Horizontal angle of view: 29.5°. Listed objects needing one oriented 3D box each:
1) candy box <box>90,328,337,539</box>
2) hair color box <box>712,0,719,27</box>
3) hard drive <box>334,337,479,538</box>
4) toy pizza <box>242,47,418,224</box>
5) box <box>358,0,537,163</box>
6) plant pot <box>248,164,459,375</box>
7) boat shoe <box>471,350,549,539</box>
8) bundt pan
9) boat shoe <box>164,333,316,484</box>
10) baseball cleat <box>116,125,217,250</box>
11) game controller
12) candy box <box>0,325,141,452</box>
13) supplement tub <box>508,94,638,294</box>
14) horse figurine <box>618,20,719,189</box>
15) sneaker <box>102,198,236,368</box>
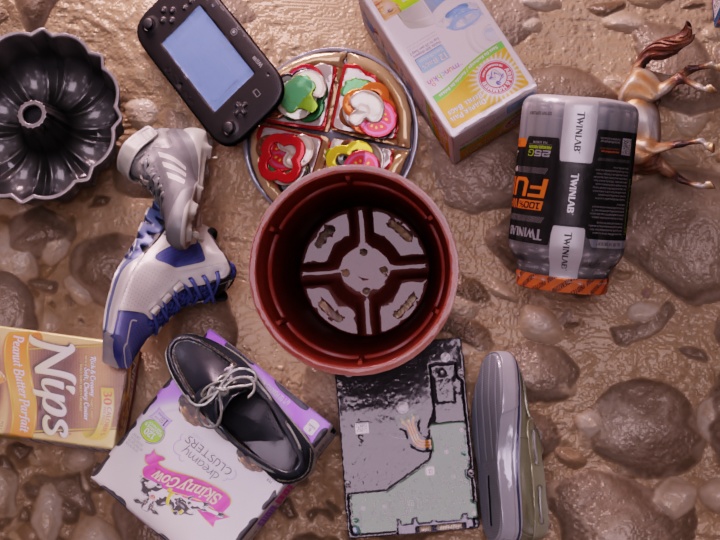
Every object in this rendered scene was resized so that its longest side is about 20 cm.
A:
[{"bbox_3d":[-0.151,0.193,1.431,0.168,0.072,0.200,37,82,11],"label":"candy box"},{"bbox_3d":[0.439,-0.374,1.516,0.100,0.061,0.200,-1,77,4],"label":"hair color box"},{"bbox_3d":[0.048,0.176,1.437,0.140,0.038,0.200,-6,77,3],"label":"hard drive"},{"bbox_3d":[-0.036,-0.150,1.502,0.200,0.032,0.201,-2,82,13],"label":"toy pizza"},{"bbox_3d":[0.095,-0.235,1.490,0.112,0.101,0.200,-30,77,-2],"label":"box"},{"bbox_3d":[0.000,0.000,1.387,0.200,0.195,0.201,0,90,4],"label":"plant pot"},{"bbox_3d":[0.158,0.184,1.421,0.062,0.072,0.200,4,79,-23],"label":"boat shoe"},{"bbox_3d":[-0.356,-0.163,1.522,0.202,0.076,0.202,-1,78,4],"label":"bundt pan"},{"bbox_3d":[-0.126,0.136,1.374,0.075,0.062,0.200,-40,77,-4],"label":"boat shoe"},{"bbox_3d":[-0.212,-0.089,1.459,0.106,0.200,0.070,6,123,-3],"label":"baseball cleat"},{"bbox_3d":[-0.167,-0.235,1.524,0.104,0.042,0.200,-45,71,20],"label":"game controller"},{"bbox_3d":[-0.345,0.126,1.468,0.200,0.055,0.116,7,77,6],"label":"candy box"},{"bbox_3d":[0.220,-0.079,1.423,0.122,0.123,0.200,5,94,5],"label":"supplement tub"},{"bbox_3d":[0.321,-0.165,1.476,0.132,0.050,0.200,4,86,29],"label":"horse figurine"},{"bbox_3d":[-0.196,0.015,1.451,0.115,0.081,0.200,16,54,1],"label":"sneaker"}]
